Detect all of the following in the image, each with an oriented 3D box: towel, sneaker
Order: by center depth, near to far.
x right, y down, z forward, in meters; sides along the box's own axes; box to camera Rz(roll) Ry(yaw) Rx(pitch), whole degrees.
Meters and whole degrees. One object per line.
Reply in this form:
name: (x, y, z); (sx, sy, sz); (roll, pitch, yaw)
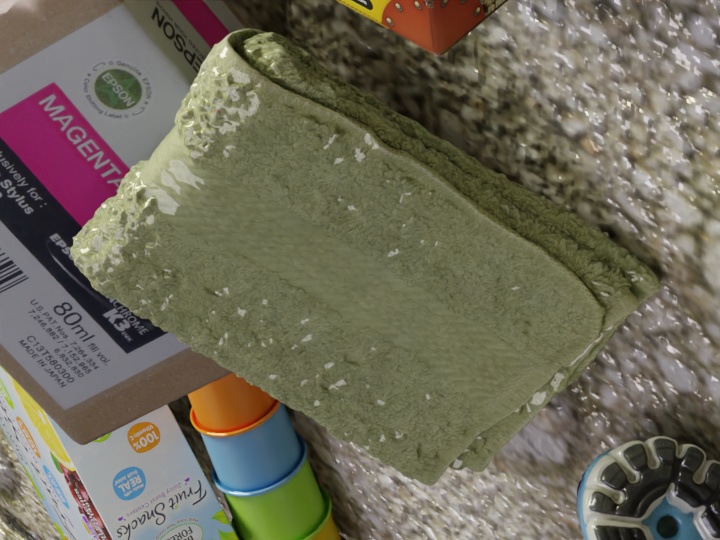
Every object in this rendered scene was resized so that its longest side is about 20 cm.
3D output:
towel: (0.000, 0.000, 0.859); (0.199, 0.037, 0.148); (29, 128, -17)
sneaker: (0.159, 0.149, 0.914); (0.200, 0.078, 0.090); (55, 172, -5)

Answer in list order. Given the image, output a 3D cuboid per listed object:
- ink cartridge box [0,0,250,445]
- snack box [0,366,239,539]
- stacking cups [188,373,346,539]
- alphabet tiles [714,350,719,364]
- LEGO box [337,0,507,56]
ink cartridge box: (-0.108, -0.041, 0.908); (0.164, 0.075, 0.200); (-26, 121, 25)
snack box: (-0.155, 0.080, 1.216); (0.201, 0.067, 0.169); (64, 162, -5)
stacking cups: (-0.054, 0.084, 1.151); (0.060, 0.060, 0.201); (21, 138, 42)
alphabet tiles: (0.196, 0.031, 0.749); (0.167, 0.008, 0.200); (46, 153, 5)
LEGO box: (-0.028, -0.184, 0.726); (0.200, 0.077, 0.149); (32, 149, 30)
